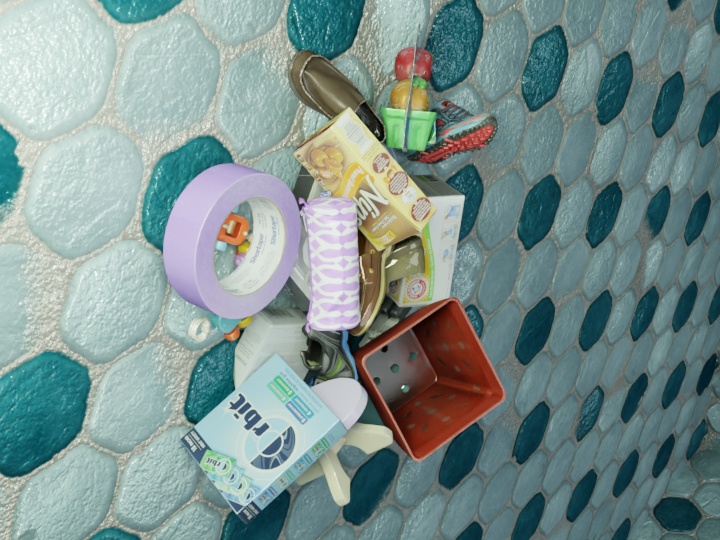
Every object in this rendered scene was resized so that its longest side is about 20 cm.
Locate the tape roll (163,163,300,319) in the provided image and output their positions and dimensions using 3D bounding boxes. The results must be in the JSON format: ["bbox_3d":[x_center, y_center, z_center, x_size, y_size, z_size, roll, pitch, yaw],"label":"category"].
[{"bbox_3d":[-0.170,-0.039,1.360,0.199,0.065,0.202,-27,126,-45],"label":"tape roll"}]

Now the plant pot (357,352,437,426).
[{"bbox_3d":[0.092,0.228,1.893,0.199,0.134,0.202,-30,132,-40],"label":"plant pot"}]

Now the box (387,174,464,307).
[{"bbox_3d":[0.098,-0.051,1.736,0.100,0.112,0.202,-5,116,-25],"label":"box"}]

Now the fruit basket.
[{"bbox_3d":[0.088,-0.286,1.577,0.185,0.093,0.202,-65,166,-83],"label":"fruit basket"}]

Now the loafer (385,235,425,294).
[{"bbox_3d":[0.019,0.012,1.645,0.068,0.199,0.076,63,12,-7],"label":"loafer"}]

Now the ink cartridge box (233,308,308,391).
[{"bbox_3d":[-0.146,0.154,1.623,0.162,0.057,0.201,3,125,-54],"label":"ink cartridge box"}]

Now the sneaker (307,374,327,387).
[{"bbox_3d":[-0.078,0.228,1.718,0.200,0.073,0.083,-48,148,-39],"label":"sneaker"}]

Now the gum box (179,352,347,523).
[{"bbox_3d":[-0.147,0.247,1.509,0.200,0.170,0.045,-41,143,-10],"label":"gum box"}]

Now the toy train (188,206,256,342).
[{"bbox_3d":[-0.198,0.000,1.444,0.150,0.055,0.202,10,98,-54],"label":"toy train"}]

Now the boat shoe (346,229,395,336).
[{"bbox_3d":[0.000,0.000,1.560,0.067,0.072,0.202,23,73,-33],"label":"boat shoe"}]

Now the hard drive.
[{"bbox_3d":[-0.072,-0.056,1.542,0.140,0.037,0.202,55,47,-51],"label":"hard drive"}]

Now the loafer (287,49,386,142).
[{"bbox_3d":[-0.025,-0.253,1.486,0.200,0.071,0.073,37,78,-38],"label":"loafer"}]

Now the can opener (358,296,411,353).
[{"bbox_3d":[0.066,0.079,1.843,0.201,0.052,0.067,-58,135,-18],"label":"can opener"}]

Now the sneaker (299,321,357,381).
[{"bbox_3d":[-0.057,0.139,1.621,0.082,0.071,0.201,-32,139,-19],"label":"sneaker"}]

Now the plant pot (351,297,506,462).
[{"bbox_3d":[0.093,0.175,1.717,0.199,0.176,0.201,-32,102,-18],"label":"plant pot"}]

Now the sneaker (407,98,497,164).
[{"bbox_3d":[0.143,-0.242,1.657,0.079,0.199,0.097,6,78,-38],"label":"sneaker"}]

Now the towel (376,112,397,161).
[{"bbox_3d":[0.004,-0.142,1.612,0.201,0.024,0.147,-69,150,-27],"label":"towel"}]

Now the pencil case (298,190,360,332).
[{"bbox_3d":[-0.044,-0.012,1.471,0.085,0.084,0.202,-6,101,-13],"label":"pencil case"}]

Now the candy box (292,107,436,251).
[{"bbox_3d":[0.006,-0.131,1.480,0.200,0.115,0.055,49,57,-12],"label":"candy box"}]

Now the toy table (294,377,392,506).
[{"bbox_3d":[-0.051,0.267,1.594,0.117,0.199,0.185,50,34,-30],"label":"toy table"}]
